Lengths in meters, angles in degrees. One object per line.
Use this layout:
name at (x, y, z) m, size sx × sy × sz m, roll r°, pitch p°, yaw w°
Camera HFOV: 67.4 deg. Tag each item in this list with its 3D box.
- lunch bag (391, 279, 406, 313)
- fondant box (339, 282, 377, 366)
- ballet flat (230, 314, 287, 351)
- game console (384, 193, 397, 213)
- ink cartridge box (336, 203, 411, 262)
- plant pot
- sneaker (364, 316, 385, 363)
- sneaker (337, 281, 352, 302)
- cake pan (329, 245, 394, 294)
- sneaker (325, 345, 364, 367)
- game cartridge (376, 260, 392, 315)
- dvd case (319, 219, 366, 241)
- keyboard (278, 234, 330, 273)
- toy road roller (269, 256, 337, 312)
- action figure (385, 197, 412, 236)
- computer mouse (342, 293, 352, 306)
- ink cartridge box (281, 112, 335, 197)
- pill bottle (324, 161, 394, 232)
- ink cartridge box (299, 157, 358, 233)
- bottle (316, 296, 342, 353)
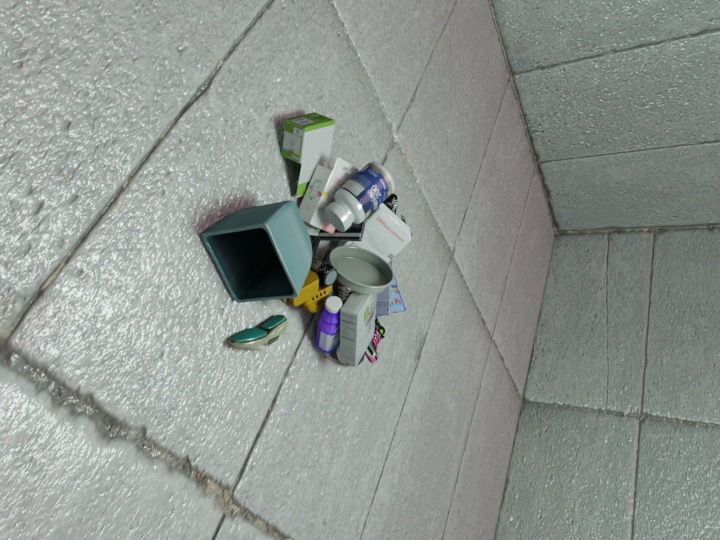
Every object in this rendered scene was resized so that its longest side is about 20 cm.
lunch bag at (0.067, 0.051, 1.856) m, size 0.149 × 0.093 × 0.205 m, roll 0°, pitch 78°, yaw -56°
fondant box at (-0.007, 0.153, 1.562) m, size 0.145 × 0.057 × 0.203 m, roll -54°, pitch 155°, yaw -48°
ballet flat at (-0.250, 0.173, 1.379) m, size 0.199 × 0.066 × 0.064 m, roll -24°, pitch 120°, yaw -54°
game console at (0.028, -0.177, 1.757) m, size 0.119 × 0.168 × 0.205 m, roll 64°, pitch 33°, yaw -77°
ink cartridge box at (0.040, -0.091, 1.653) m, size 0.146 × 0.200 × 0.083 m, roll 38°, pitch 25°, yaw -18°
plant pot at (-0.223, -0.067, 1.316) m, size 0.201 × 0.192 × 0.199 m, roll -59°, pitch 136°, yaw -49°
sneaker at (0.039, 0.209, 1.711) m, size 0.201 × 0.086 × 0.075 m, roll -106°, pitch 172°, yaw -61°
sneaker at (-0.055, 0.093, 1.666) m, size 0.112 × 0.070 × 0.205 m, roll -32°, pitch 118°, yaw -55°
cake pan at (0.000, 0.000, 1.542) m, size 0.199 × 0.199 × 0.037 m, roll -26°, pitch 145°, yaw -53°
sneaker at (-0.027, 0.265, 1.703) m, size 0.199 × 0.078 × 0.080 m, roll 22°, pitch 71°, yaw -56°
game cartridge at (0.039, 0.042, 1.758) m, size 0.038 × 0.126 × 0.205 m, roll 16°, pitch 75°, yaw -79°
dvd case at (-0.041, -0.183, 1.619) m, size 0.016 × 0.146 × 0.204 m, roll 41°, pitch 57°, yaw -55°
keyboard at (-0.138, -0.041, 1.450) m, size 0.202 × 0.124 × 0.021 m, roll -77°, pitch 177°, yaw -55°
toy road roller at (-0.160, 0.051, 1.461) m, size 0.198 × 0.122 × 0.149 m, roll -27°, pitch 137°, yaw -42°
action figure at (0.086, -0.178, 1.714) m, size 0.197 × 0.119 × 0.104 m, roll 26°, pitch 77°, yaw -15°
computer mouse at (-0.016, 0.086, 1.620) m, size 0.199 × 0.033 × 0.060 m, roll -13°, pitch 121°, yaw -67°
ink cartridge box at (-0.153, -0.326, 1.526) m, size 0.147 × 0.075 × 0.204 m, roll -34°, pitch 143°, yaw -52°
pill bottle at (-0.005, -0.204, 1.520) m, size 0.200 × 0.110 × 0.112 m, roll -44°, pitch 128°, yaw -19°
ink cartridge box at (-0.092, -0.222, 1.554) m, size 0.116 × 0.067 × 0.203 m, roll 19°, pitch 97°, yaw -55°
bottle at (-0.084, 0.153, 1.548) m, size 0.084 × 0.065 × 0.202 m, roll -47°, pitch 160°, yaw -37°
